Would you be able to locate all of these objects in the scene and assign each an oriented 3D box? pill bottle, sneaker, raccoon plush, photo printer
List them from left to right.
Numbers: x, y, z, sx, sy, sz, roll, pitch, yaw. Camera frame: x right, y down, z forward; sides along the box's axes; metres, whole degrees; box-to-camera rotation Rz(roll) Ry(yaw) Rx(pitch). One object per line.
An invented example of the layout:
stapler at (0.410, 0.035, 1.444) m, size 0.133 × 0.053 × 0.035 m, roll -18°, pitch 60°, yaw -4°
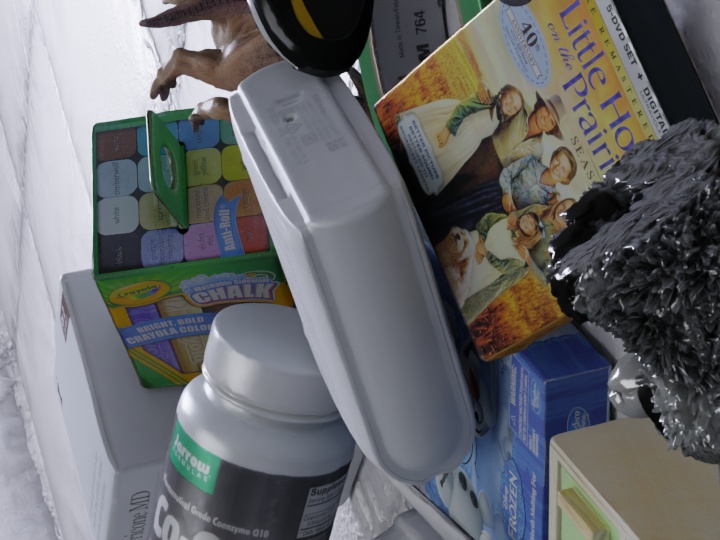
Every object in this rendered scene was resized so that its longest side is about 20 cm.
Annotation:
pill bottle at (-0.067, 0.130, 1.190) m, size 0.113 × 0.112 × 0.202 m, roll -131°, pitch 50°, yaw -57°
sneaker at (-0.024, -0.206, 1.015) m, size 0.090 × 0.069 × 0.202 m, roll 128°, pitch 141°, yaw -71°
photo printer at (-0.001, 0.007, 1.040) m, size 0.167 × 0.069 × 0.201 m, roll -119°, pitch 9°, yaw -54°
raccoon plush at (0.162, 0.015, 0.736) m, size 0.134 × 0.097 × 0.199 m, roll 49°, pitch 148°, yaw -17°

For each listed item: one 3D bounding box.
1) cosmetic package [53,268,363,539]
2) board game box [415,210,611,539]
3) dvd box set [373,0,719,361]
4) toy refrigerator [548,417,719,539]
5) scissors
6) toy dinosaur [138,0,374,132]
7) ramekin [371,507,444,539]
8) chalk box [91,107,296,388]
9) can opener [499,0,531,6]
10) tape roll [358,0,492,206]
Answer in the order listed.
cosmetic package at (-0.113, 0.092, 1.429) m, size 0.165 × 0.198 × 0.166 m, roll 107°, pitch 147°, yaw -58°
board game box at (0.077, 0.092, 1.096) m, size 0.199 × 0.043 × 0.202 m, roll -127°, pitch 30°, yaw -55°
dvd box set at (0.087, -0.054, 0.896) m, size 0.200 × 0.029 × 0.147 m, roll -34°, pitch 77°, yaw 57°
toy refrigerator at (0.152, 0.148, 0.857) m, size 0.200 × 0.069 × 0.077 m, roll -128°, pitch 31°, yaw -56°
scissors at (0.081, 0.178, 1.034) m, size 0.199 × 0.014 × 0.074 m, roll 30°, pitch 133°, yaw 25°
toy dinosaur at (-0.045, -0.128, 1.151) m, size 0.200 × 0.135 × 0.087 m, roll 40°, pitch -122°, yaw -55°
ramekin at (0.038, 0.251, 1.156) m, size 0.203 × 0.094 × 0.203 m, roll 62°, pitch 170°, yaw 19°
chalk box at (-0.107, -0.026, 1.271) m, size 0.200 × 0.123 × 0.125 m, roll 80°, pitch -175°, yaw -59°
can opener at (0.046, -0.176, 0.898) m, size 0.067 × 0.053 × 0.201 m, roll -53°, pitch 24°, yaw 31°
tape roll at (0.050, -0.125, 1.037) m, size 0.200 × 0.048 × 0.202 m, roll 168°, pitch 90°, yaw -72°
